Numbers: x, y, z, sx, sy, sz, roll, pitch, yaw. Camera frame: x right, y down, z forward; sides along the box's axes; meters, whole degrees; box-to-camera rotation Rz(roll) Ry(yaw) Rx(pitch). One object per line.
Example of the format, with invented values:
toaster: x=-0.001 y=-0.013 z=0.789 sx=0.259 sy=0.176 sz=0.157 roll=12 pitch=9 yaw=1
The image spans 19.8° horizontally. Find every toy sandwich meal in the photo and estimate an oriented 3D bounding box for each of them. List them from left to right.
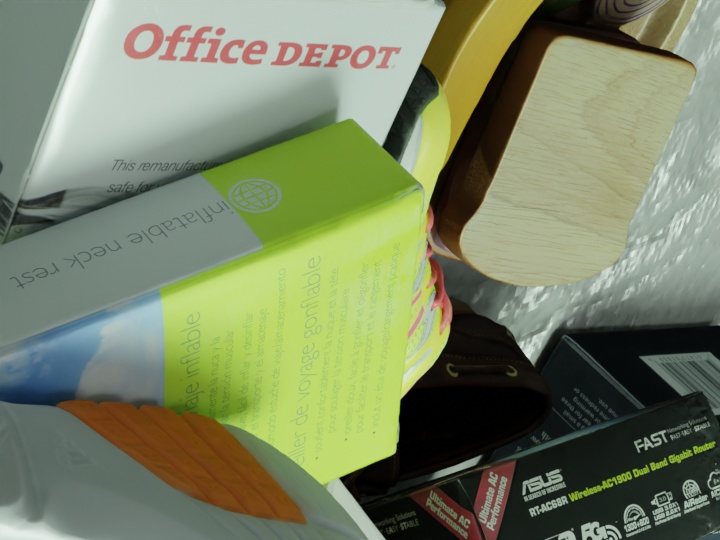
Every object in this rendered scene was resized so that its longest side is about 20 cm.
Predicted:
toy sandwich meal: x=0.084 y=-0.086 z=0.822 sx=0.205 sy=0.070 sz=0.205 roll=-29 pitch=143 yaw=-24

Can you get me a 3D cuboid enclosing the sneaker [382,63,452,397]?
sneaker: x=0.000 y=0.000 z=0.786 sx=0.090 sy=0.078 sz=0.200 roll=-5 pitch=136 yaw=-31

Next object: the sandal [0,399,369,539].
sandal: x=-0.082 y=0.076 z=0.579 sx=0.206 sy=0.079 sz=0.059 roll=17 pitch=113 yaw=-38

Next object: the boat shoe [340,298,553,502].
boat shoe: x=-0.003 y=0.065 z=0.887 sx=0.200 sy=0.070 sz=0.070 roll=-19 pitch=138 yaw=-33

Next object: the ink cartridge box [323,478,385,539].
ink cartridge box: x=-0.041 y=0.135 z=0.767 sx=0.200 sy=0.117 sz=0.067 roll=57 pitch=35 yaw=-44

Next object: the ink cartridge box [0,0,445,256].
ink cartridge box: x=-0.081 y=-0.028 z=0.687 sx=0.145 sy=0.084 sz=0.200 roll=-3 pitch=128 yaw=-44

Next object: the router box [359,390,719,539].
router box: x=0.048 y=0.120 z=0.912 sx=0.150 sy=0.062 sz=0.200 roll=-14 pitch=172 yaw=-39

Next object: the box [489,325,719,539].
box: x=0.137 y=0.139 z=1.088 sx=0.148 sy=0.107 sz=0.200 roll=-2 pitch=128 yaw=-48

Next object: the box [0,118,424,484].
box: x=-0.076 y=0.040 z=0.644 sx=0.200 sy=0.048 sz=0.122 roll=-21 pitch=138 yaw=-26
